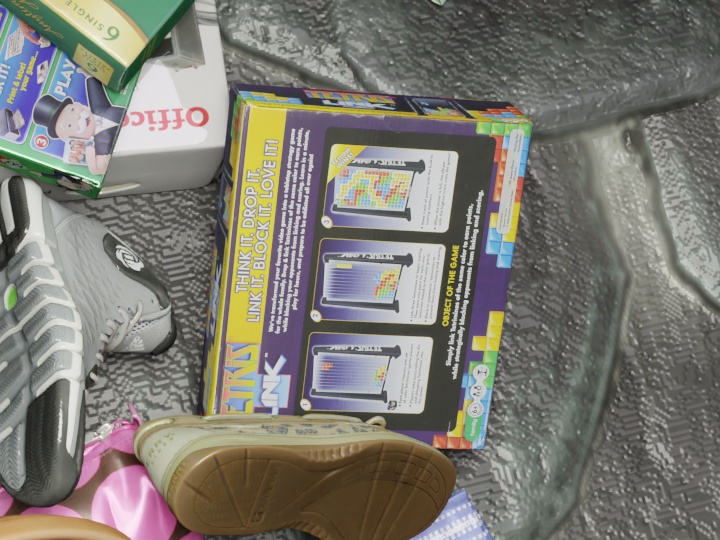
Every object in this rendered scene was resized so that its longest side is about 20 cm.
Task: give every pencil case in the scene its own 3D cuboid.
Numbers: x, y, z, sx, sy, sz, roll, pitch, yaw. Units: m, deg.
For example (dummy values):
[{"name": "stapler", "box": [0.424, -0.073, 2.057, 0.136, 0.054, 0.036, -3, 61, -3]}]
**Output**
[{"name": "pencil case", "box": [-0.191, 0.153, 1.081, 0.200, 0.091, 0.094, -26, 120, -20]}]

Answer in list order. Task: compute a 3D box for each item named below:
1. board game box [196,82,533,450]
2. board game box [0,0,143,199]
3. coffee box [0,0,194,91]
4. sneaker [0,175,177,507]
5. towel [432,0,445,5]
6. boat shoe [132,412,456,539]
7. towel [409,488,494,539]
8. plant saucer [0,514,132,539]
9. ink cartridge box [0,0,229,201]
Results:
[{"name": "board game box", "box": [0.000, 0.000, 1.131, 0.165, 0.057, 0.200, 4, 108, -12]}, {"name": "board game box", "box": [-0.176, -0.154, 1.093, 0.135, 0.029, 0.200, 20, 72, -10]}, {"name": "coffee box", "box": [-0.118, -0.208, 1.083, 0.123, 0.044, 0.200, 39, 70, -4]}, {"name": "sneaker", "box": [-0.143, 0.043, 1.083, 0.115, 0.075, 0.200, 21, 45, -40]}, {"name": "towel", "box": [0.050, -0.289, 1.271, 0.153, 0.023, 0.200, 39, 72, -4]}, {"name": "boat shoe", "box": [-0.030, 0.107, 1.092, 0.200, 0.063, 0.073, 13, 108, -42]}, {"name": "towel", "box": [0.046, 0.244, 1.156, 0.145, 0.024, 0.200, -26, 84, -16]}, {"name": "plant saucer", "box": [-0.196, 0.193, 1.012, 0.200, 0.200, 0.037, -23, 50, -18]}, {"name": "ink cartridge box", "box": [-0.160, -0.148, 1.156, 0.147, 0.083, 0.200, -7, 79, -16]}]
